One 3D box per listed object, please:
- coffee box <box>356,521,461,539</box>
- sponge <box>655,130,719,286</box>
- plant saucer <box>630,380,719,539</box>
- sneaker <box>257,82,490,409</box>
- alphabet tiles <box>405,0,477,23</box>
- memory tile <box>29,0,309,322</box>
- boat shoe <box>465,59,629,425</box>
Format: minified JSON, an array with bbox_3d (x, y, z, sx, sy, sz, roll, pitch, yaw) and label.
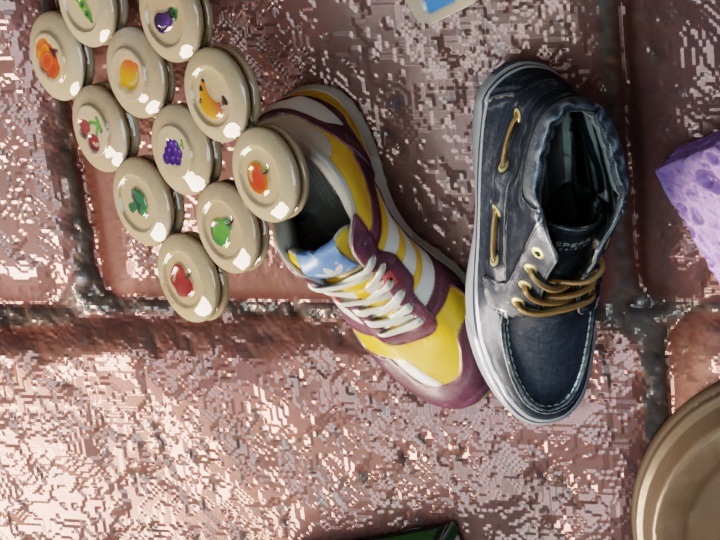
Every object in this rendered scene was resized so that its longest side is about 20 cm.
[{"bbox_3d":[0.028,0.253,1.339,0.122,0.044,0.201,-12,107,22],"label":"coffee box"},{"bbox_3d":[0.246,-0.038,1.117,0.199,0.030,0.112,-23,102,48],"label":"sponge"},{"bbox_3d":[0.243,0.148,1.235,0.199,0.029,0.202,7,112,17],"label":"plant saucer"},{"bbox_3d":[0.000,0.000,1.220,0.075,0.090,0.201,-30,99,26],"label":"sneaker"},{"bbox_3d":[0.024,-0.229,1.131,0.195,0.015,0.201,-23,95,41],"label":"alphabet tiles"},{"bbox_3d":[-0.107,-0.084,1.204,0.201,0.017,0.153,58,139,14],"label":"memory tile"},{"bbox_3d":[0.097,-0.003,1.175,0.070,0.091,0.202,-11,110,-13],"label":"boat shoe"}]
